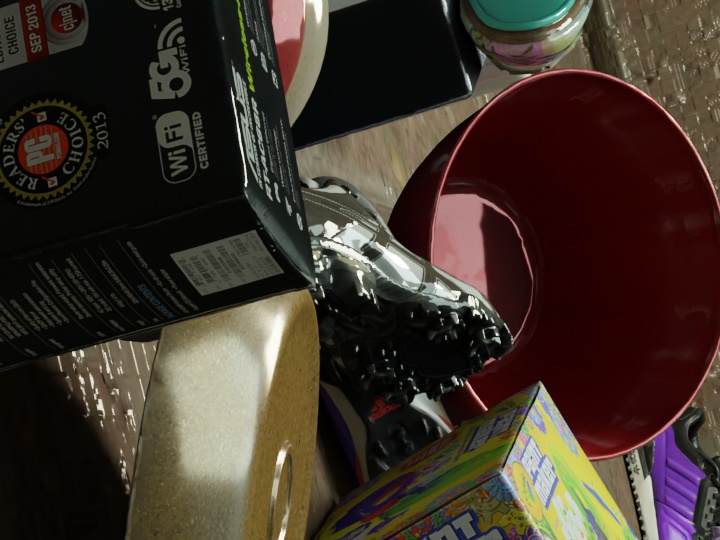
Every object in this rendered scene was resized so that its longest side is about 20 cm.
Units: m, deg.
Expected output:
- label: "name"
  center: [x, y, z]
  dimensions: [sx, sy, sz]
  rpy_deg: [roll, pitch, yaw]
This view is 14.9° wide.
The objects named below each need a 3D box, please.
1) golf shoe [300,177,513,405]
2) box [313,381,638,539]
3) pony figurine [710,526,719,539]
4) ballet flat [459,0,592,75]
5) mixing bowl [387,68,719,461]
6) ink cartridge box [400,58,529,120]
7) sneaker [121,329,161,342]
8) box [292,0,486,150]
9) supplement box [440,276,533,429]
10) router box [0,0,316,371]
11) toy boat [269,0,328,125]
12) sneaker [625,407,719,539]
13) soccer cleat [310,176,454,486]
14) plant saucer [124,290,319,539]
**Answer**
- label: "golf shoe"
  center: [0.000, 0.000, 1.267]
  dimensions: [0.200, 0.078, 0.095]
  rpy_deg: [27, 35, -53]
- label: "box"
  center: [0.073, 0.177, 1.240]
  dimensions: [0.193, 0.122, 0.200]
  rpy_deg: [59, 12, -2]
- label: "pony figurine"
  center: [0.167, 0.240, 1.659]
  dimensions: [0.194, 0.199, 0.166]
  rpy_deg: [58, 18, 0]
- label: "ballet flat"
  center: [0.082, -0.146, 1.416]
  dimensions: [0.201, 0.069, 0.072]
  rpy_deg: [-91, -177, -54]
- label: "mixing bowl"
  center: [0.084, -0.001, 1.444]
  dimensions: [0.199, 0.108, 0.202]
  rpy_deg: [3, 86, -36]
- label: "ink cartridge box"
  center: [0.017, -0.193, 1.601]
  dimensions: [0.067, 0.115, 0.201]
  rpy_deg: [1, 73, -78]
- label: "sneaker"
  center: [-0.109, -0.014, 0.852]
  dimensions: [0.140, 0.077, 0.200]
  rpy_deg: [-87, 155, -45]
- label: "box"
  center: [-0.015, -0.184, 1.429]
  dimensions: [0.200, 0.117, 0.198]
  rpy_deg: [-67, 140, -75]
- label: "supplement box"
  center: [0.077, 0.104, 1.556]
  dimensions: [0.110, 0.085, 0.201]
  rpy_deg: [28, 47, -70]
- label: "router box"
  center: [-0.104, -0.074, 0.729]
  dimensions: [0.062, 0.149, 0.201]
  rpy_deg: [53, 23, -62]
- label: "toy boat"
  center: [-0.098, -0.121, 0.983]
  dimensions: [0.130, 0.130, 0.201]
  rpy_deg: [-13, 86, -49]
- label: "sneaker"
  center: [0.309, 0.217, 2.548]
  dimensions: [0.070, 0.099, 0.201]
  rpy_deg: [36, 39, -70]
- label: "soccer cleat"
  center: [0.001, 0.044, 1.366]
  dimensions: [0.201, 0.068, 0.073]
  rpy_deg: [67, -10, -19]
- label: "plant saucer"
  center: [-0.043, 0.077, 0.939]
  dimensions: [0.200, 0.035, 0.202]
  rpy_deg: [7, 90, -84]
